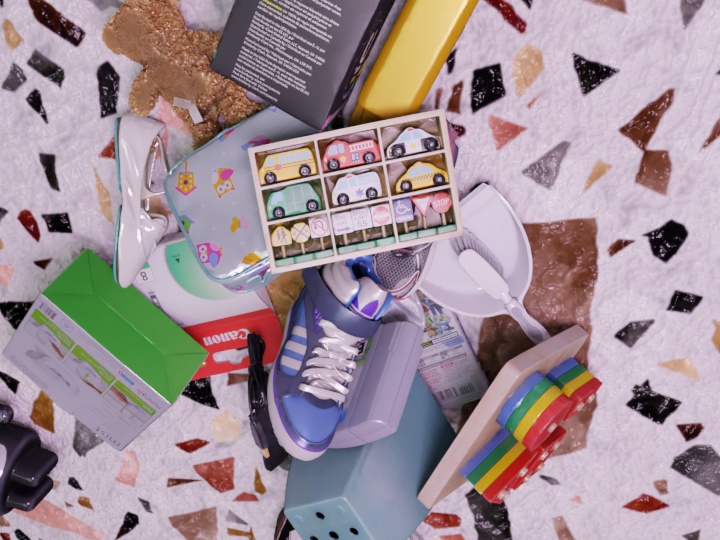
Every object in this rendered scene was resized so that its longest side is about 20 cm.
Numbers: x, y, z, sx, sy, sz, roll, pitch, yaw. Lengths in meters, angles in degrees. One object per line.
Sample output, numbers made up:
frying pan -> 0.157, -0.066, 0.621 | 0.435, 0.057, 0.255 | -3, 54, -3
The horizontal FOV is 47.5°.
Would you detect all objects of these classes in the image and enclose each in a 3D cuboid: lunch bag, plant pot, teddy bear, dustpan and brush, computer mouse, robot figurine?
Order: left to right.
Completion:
robot figurine -> -0.531, 0.266, 1.148 | 0.197, 0.152, 0.125 | 18, 159, 2
teddy bear -> -0.188, -0.212, 0.901 | 0.199, 0.067, 0.145 | 35, 122, -13
lunch bag -> -0.100, -0.075, 0.875 | 0.198, 0.077, 0.162 | -31, 79, 2
computer mouse -> -0.107, 0.188, 1.012 | 0.045, 0.141, 0.203 | -7, 122, -3
plant pot -> 0.004, 0.231, 0.942 | 0.140, 0.200, 0.142 | -22, 108, 33
dustpan and brush -> 0.155, 0.018, 0.926 | 0.139, 0.058, 0.200 | -39, 118, 17

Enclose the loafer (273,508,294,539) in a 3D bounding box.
loafer -> -0.057, 0.316, 1.100 | 0.072, 0.071, 0.202 | 28, 116, -2

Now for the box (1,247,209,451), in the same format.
box -> -0.321, 0.106, 1.020 | 0.200, 0.097, 0.176 | 42, 134, -9

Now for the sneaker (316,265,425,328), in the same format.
sneaker -> 0.000, 0.000, 0.946 | 0.073, 0.071, 0.200 | -42, 93, 5

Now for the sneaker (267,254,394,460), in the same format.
sneaker -> -0.026, 0.073, 0.827 | 0.080, 0.202, 0.146 | 23, 138, -23

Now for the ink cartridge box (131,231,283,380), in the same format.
ink cartridge box -> -0.192, 0.048, 1.022 | 0.158, 0.050, 0.203 | -13, 109, 17

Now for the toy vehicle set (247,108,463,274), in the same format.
toy vehicle set -> -0.004, -0.078, 0.813 | 0.197, 0.027, 0.126 | -12, 97, -2

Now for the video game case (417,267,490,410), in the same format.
video game case -> 0.037, 0.106, 1.015 | 0.198, 0.022, 0.184 | -21, 108, 20

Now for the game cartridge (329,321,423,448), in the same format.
game cartridge -> -0.018, 0.129, 0.908 | 0.040, 0.135, 0.199 | 31, 153, -29

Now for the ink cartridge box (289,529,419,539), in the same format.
ink cartridge box -> 0.014, 0.404, 1.080 | 0.143, 0.085, 0.201 | -24, 128, 16

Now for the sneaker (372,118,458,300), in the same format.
sneaker -> 0.049, -0.068, 0.869 | 0.079, 0.075, 0.203 | 14, 94, 8

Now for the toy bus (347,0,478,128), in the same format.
toy bus -> 0.053, -0.215, 0.834 | 0.064, 0.078, 0.201 | 29, 116, -3

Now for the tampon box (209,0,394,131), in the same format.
tampon box -> -0.035, -0.267, 0.789 | 0.125, 0.150, 0.202 | 28, 117, -2

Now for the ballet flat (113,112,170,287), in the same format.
ballet flat -> -0.251, -0.080, 0.947 | 0.068, 0.069, 0.204 | 3, 95, 10

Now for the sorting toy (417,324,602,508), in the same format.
sorting toy -> 0.181, 0.177, 0.913 | 0.069, 0.198, 0.202 | 40, 119, 24
